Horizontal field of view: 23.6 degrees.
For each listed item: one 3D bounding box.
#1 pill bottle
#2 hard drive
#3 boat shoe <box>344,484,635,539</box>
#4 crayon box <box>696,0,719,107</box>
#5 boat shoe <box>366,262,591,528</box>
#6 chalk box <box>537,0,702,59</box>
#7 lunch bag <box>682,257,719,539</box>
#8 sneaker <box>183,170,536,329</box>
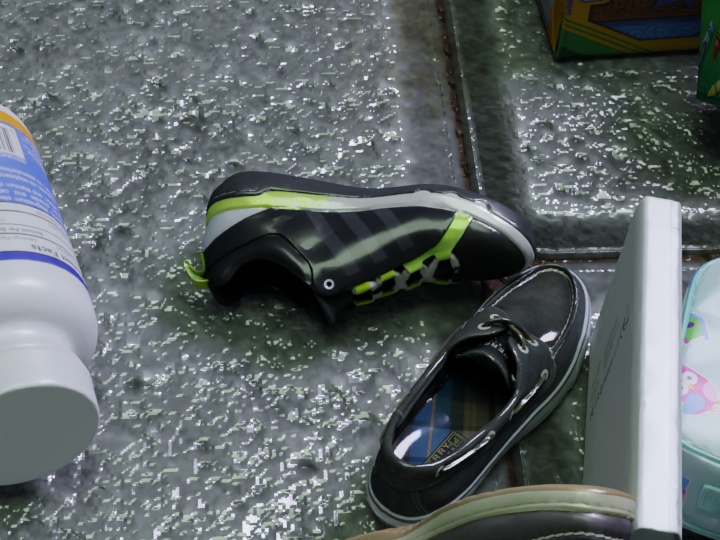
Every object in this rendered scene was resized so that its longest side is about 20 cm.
[{"bbox_3d":[-0.205,0.011,0.923,0.111,0.113,0.201,-14,53,-15],"label":"pill bottle"},{"bbox_3d":[0.136,0.081,0.874,0.026,0.132,0.201,10,50,0],"label":"hard drive"},{"bbox_3d":[0.046,0.148,0.802,0.072,0.199,0.065,22,56,-43],"label":"boat shoe"},{"bbox_3d":[0.313,-0.161,1.064,0.198,0.120,0.058,-1,12,-8],"label":"crayon box"},{"bbox_3d":[0.071,0.059,0.937,0.068,0.057,0.200,27,54,18],"label":"boat shoe"},{"bbox_3d":[0.219,-0.231,1.149,0.198,0.124,0.125,-3,49,-8],"label":"chalk box"},{"bbox_3d":[0.248,0.085,0.915,0.198,0.077,0.161,16,52,9],"label":"lunch bag"},{"bbox_3d":[0.000,0.000,0.986,0.198,0.072,0.083,5,62,8],"label":"sneaker"}]
